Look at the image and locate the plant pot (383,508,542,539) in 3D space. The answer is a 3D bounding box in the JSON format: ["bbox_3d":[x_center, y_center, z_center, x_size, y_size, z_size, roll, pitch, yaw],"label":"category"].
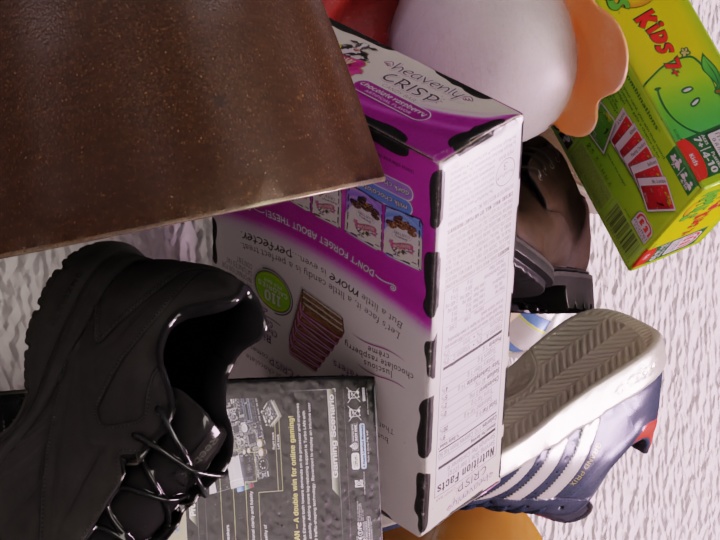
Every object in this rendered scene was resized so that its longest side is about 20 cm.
[{"bbox_3d":[0.022,0.197,1.373,0.183,0.199,0.201,-71,154,-58],"label":"plant pot"}]

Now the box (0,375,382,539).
[{"bbox_3d":[-0.075,0.147,1.177,0.163,0.086,0.201,-1,87,-39],"label":"box"}]

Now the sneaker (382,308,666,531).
[{"bbox_3d":[0.070,0.096,1.342,0.199,0.075,0.085,-24,126,-26],"label":"sneaker"}]

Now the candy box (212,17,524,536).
[{"bbox_3d":[0.000,0.000,1.230,0.061,0.136,0.201,-29,136,-38],"label":"candy box"}]

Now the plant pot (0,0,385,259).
[{"bbox_3d":[-0.101,-0.115,1.103,0.187,0.186,0.201,-15,94,-61],"label":"plant pot"}]

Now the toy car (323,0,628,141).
[{"bbox_3d":[0.037,-0.126,1.314,0.184,0.199,0.178,-33,123,-58],"label":"toy car"}]

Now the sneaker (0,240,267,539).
[{"bbox_3d":[-0.098,0.078,1.043,0.076,0.090,0.201,42,60,-47],"label":"sneaker"}]

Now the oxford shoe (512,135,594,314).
[{"bbox_3d":[0.065,-0.026,1.336,0.200,0.072,0.085,16,76,-74],"label":"oxford shoe"}]

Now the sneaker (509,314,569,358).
[{"bbox_3d":[0.069,-0.053,1.547,0.105,0.076,0.201,8,80,-51],"label":"sneaker"}]

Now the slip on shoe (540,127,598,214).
[{"bbox_3d":[0.089,-0.125,1.459,0.076,0.061,0.200,-16,74,-53],"label":"slip on shoe"}]

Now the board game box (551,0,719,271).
[{"bbox_3d":[0.119,-0.112,1.357,0.047,0.102,0.201,-22,75,-24],"label":"board game box"}]

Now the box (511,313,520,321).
[{"bbox_3d":[0.024,-0.002,1.427,0.200,0.095,0.078,-36,125,-54],"label":"box"}]
